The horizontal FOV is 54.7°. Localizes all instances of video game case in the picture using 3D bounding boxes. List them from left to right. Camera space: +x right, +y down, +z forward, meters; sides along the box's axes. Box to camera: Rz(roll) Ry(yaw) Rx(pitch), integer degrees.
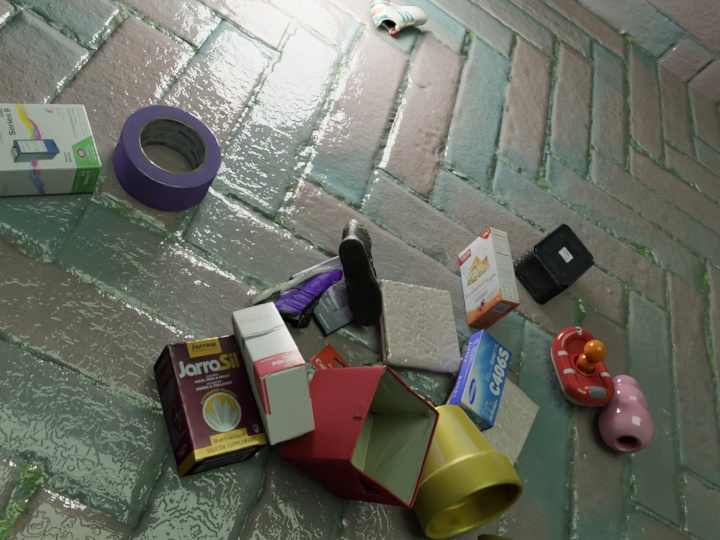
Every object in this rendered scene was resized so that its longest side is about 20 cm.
[{"bbox_3d":[-0.039,0.042,1.490,0.199,0.019,0.144,-25,77,-40],"label":"video game case"}]

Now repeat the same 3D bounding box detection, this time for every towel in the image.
[{"bbox_3d":[0.125,0.123,1.512,0.198,0.032,0.193,11,59,-31],"label":"towel"},{"bbox_3d":[0.286,0.302,1.522,0.200,0.032,0.191,42,49,-2],"label":"towel"}]

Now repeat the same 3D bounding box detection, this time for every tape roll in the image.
[{"bbox_3d":[-0.386,-0.226,1.395,0.198,0.085,0.202,17,53,-23],"label":"tape roll"}]

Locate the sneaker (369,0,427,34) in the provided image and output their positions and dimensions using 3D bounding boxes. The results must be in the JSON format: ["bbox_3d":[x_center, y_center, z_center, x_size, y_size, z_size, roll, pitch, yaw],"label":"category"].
[{"bbox_3d":[0.114,-0.738,2.069,0.198,0.070,0.095,4,77,-33],"label":"sneaker"}]

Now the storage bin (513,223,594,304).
[{"bbox_3d":[0.507,-0.019,1.830,0.199,0.094,0.136,-31,80,-41],"label":"storage bin"}]

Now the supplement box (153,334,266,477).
[{"bbox_3d":[-0.256,0.225,1.175,0.130,0.103,0.202,-7,65,-34],"label":"supplement box"}]

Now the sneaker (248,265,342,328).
[{"bbox_3d":[-0.115,0.064,1.386,0.198,0.070,0.100,-22,83,-22],"label":"sneaker"}]

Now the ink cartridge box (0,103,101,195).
[{"bbox_3d":[-0.590,-0.218,1.258,0.198,0.088,0.147,-8,67,-34],"label":"ink cartridge box"}]

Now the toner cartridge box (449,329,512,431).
[{"bbox_3d":[0.261,0.234,1.495,0.095,0.043,0.201,38,48,-14],"label":"toner cartridge box"}]

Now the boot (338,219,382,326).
[{"bbox_3d":[0.000,0.000,1.464,0.151,0.072,0.202,-89,163,-65],"label":"boot"}]

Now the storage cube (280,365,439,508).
[{"bbox_3d":[0.000,0.286,1.203,0.171,0.179,0.201,43,55,-31],"label":"storage cube"}]

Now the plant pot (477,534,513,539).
[{"bbox_3d":[0.279,0.594,1.224,0.199,0.201,0.190,29,65,-14],"label":"plant pot"}]

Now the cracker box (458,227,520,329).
[{"bbox_3d":[0.300,0.019,1.644,0.057,0.134,0.202,14,54,-24],"label":"cracker box"}]

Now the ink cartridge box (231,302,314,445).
[{"bbox_3d":[-0.152,0.170,1.188,0.084,0.147,0.200,-15,33,-18],"label":"ink cartridge box"}]

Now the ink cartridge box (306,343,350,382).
[{"bbox_3d":[-0.076,0.224,1.326,0.109,0.050,0.200,47,48,2],"label":"ink cartridge box"}]

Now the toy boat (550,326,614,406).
[{"bbox_3d":[0.539,0.214,1.655,0.129,0.131,0.201,7,45,-15],"label":"toy boat"}]

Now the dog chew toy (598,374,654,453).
[{"bbox_3d":[0.635,0.335,1.672,0.124,0.125,0.201,33,41,-10],"label":"dog chew toy"}]

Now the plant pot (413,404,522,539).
[{"bbox_3d":[0.174,0.368,1.311,0.199,0.202,0.190,2,45,-32],"label":"plant pot"}]

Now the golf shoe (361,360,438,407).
[{"bbox_3d":[0.072,0.264,1.383,0.199,0.077,0.089,35,59,-17],"label":"golf shoe"}]
